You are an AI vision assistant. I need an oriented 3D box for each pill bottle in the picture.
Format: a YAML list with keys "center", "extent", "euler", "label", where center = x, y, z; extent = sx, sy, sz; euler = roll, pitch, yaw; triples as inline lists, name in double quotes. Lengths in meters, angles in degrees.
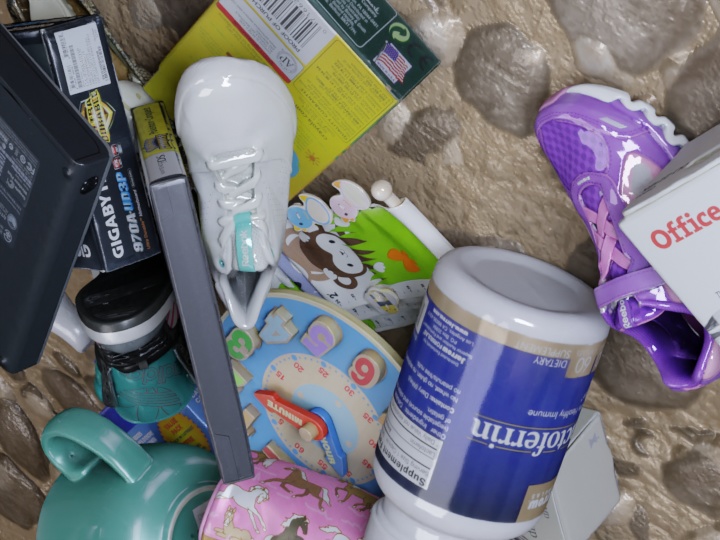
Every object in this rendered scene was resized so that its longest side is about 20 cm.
- center: [0.074, 0.096, 1.323]
  extent: [0.115, 0.116, 0.201]
  euler: [27, 111, 25]
  label: "pill bottle"

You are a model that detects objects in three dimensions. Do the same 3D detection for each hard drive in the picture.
- center: [-0.234, -0.047, 1.365]
  extent: [0.140, 0.033, 0.200]
  euler: [47, 136, 21]
  label: "hard drive"

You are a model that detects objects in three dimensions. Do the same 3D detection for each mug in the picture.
- center: [-0.156, 0.197, 1.554]
  extent: [0.114, 0.153, 0.185]
  euler: [-8, 153, 44]
  label: "mug"

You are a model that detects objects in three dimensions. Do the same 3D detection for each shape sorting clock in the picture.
- center: [-0.025, 0.102, 1.450]
  extent: [0.199, 0.039, 0.201]
  euler: [27, 139, 26]
  label: "shape sorting clock"

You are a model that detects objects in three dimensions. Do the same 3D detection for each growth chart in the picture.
- center: [0.000, 0.000, 1.429]
  extent: [0.145, 0.018, 0.200]
  euler: [39, 149, -20]
  label: "growth chart"

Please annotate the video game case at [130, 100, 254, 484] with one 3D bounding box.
- center: [-0.108, 0.010, 1.353]
  extent: [0.181, 0.025, 0.201]
  euler: [-118, 15, -69]
  label: "video game case"

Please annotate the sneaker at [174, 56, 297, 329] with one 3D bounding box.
- center: [-0.073, -0.044, 1.320]
  extent: [0.075, 0.089, 0.201]
  euler: [-5, 141, 0]
  label: "sneaker"

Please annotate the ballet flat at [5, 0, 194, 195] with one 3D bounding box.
- center: [-0.183, -0.133, 1.434]
  extent: [0.200, 0.068, 0.075]
  euler: [54, -178, 9]
  label: "ballet flat"

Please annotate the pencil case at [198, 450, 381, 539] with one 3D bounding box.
- center: [-0.008, 0.195, 1.431]
  extent: [0.199, 0.083, 0.087]
  euler: [20, 137, 18]
  label: "pencil case"

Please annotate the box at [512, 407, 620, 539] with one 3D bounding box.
- center: [0.075, 0.126, 1.460]
  extent: [0.199, 0.068, 0.083]
  euler: [11, 132, 40]
  label: "box"

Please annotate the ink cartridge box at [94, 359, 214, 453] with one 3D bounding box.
- center: [-0.119, 0.124, 1.657]
  extent: [0.200, 0.076, 0.136]
  euler: [48, 145, -1]
  label: "ink cartridge box"

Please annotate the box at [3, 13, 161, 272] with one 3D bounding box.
- center: [-0.215, -0.085, 1.410]
  extent: [0.200, 0.046, 0.160]
  euler: [6, 112, 56]
  label: "box"

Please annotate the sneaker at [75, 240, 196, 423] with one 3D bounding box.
- center: [-0.159, 0.056, 1.512]
  extent: [0.200, 0.083, 0.122]
  euler: [-104, 1, -74]
  label: "sneaker"

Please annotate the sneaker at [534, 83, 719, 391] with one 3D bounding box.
- center: [0.162, -0.013, 1.213]
  extent: [0.201, 0.088, 0.080]
  euler: [53, 146, -9]
  label: "sneaker"

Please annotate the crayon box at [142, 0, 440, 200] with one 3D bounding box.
- center: [-0.049, -0.126, 1.349]
  extent: [0.127, 0.051, 0.200]
  euler: [48, 145, -4]
  label: "crayon box"

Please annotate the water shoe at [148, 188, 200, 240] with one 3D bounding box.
- center: [-0.178, -0.064, 1.521]
  extent: [0.200, 0.079, 0.072]
  euler: [43, 146, 3]
  label: "water shoe"

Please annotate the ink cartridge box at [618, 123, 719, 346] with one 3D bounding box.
- center: [0.257, 0.001, 1.125]
  extent: [0.200, 0.084, 0.144]
  euler: [48, 142, -7]
  label: "ink cartridge box"

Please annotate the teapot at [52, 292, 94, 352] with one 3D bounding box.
- center: [-0.297, -0.026, 1.572]
  extent: [0.146, 0.199, 0.199]
  euler: [37, 130, 41]
  label: "teapot"
